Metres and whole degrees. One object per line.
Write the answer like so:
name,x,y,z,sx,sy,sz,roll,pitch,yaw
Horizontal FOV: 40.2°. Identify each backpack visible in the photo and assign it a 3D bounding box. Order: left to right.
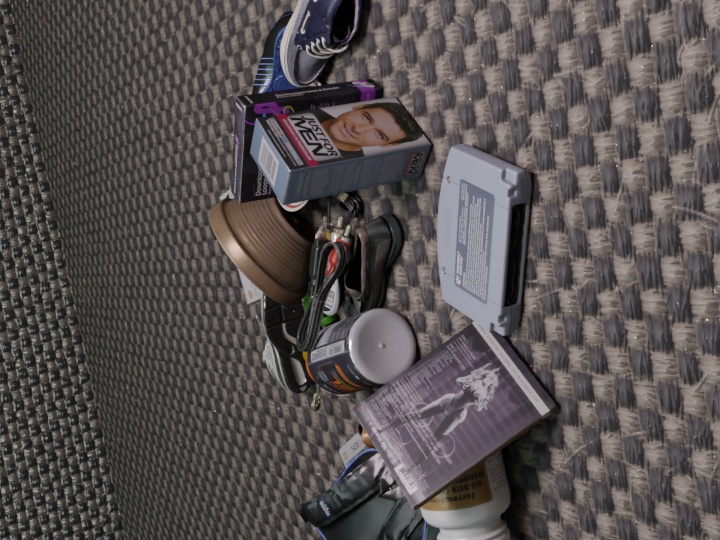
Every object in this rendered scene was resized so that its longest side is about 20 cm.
backpack,0.045,0.334,1.342,0.200,0.154,0.191,49,127,25

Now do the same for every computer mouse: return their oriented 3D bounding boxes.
computer mouse,-0.037,-0.033,1.466,0.110,0.044,0.201,27,119,49

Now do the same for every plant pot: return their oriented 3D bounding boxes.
plant pot,-0.133,-0.050,1.534,0.093,0.201,0.201,-39,60,14

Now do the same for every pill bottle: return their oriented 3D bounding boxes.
pill bottle,-0.010,0.121,1.414,0.200,0.106,0.107,-26,79,62
pill bottle,0.124,0.260,1.219,0.114,0.114,0.201,-10,93,62

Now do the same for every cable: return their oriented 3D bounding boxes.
cable,-0.046,0.025,1.395,0.097,0.050,0.201,24,111,58

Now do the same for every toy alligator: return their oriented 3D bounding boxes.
toy alligator,-0.056,0.132,1.562,0.054,0.059,0.201,2,108,19

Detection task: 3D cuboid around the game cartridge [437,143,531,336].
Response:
game cartridge,0.140,-0.039,1.147,0.133,0.041,0.201,40,136,54

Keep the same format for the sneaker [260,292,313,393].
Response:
sneaker,-0.148,0.109,1.691,0.115,0.075,0.202,3,107,59

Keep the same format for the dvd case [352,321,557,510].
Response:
dvd case,0.107,0.162,1.151,0.149,0.200,0.016,55,-179,34

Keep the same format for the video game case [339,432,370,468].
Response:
video game case,0.039,0.336,1.503,0.201,0.023,0.182,66,150,19

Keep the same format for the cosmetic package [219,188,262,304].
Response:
cosmetic package,-0.191,-0.047,1.728,0.082,0.050,0.201,-24,80,62

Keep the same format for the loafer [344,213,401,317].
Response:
loafer,0.000,0.000,1.387,0.072,0.063,0.200,57,146,32

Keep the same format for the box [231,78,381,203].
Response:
box,-0.072,-0.172,1.300,0.036,0.199,0.144,48,140,42

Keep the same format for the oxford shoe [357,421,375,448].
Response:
oxford shoe,0.031,0.205,1.343,0.200,0.071,0.072,32,-134,-84

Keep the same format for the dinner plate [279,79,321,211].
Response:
dinner plate,-0.084,-0.187,1.466,0.200,0.024,0.201,-14,74,61

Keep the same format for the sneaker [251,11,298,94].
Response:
sneaker,-0.121,-0.288,1.470,0.078,0.070,0.201,-97,27,-52

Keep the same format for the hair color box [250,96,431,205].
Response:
hair color box,-0.024,-0.151,1.221,0.099,0.199,0.061,57,147,32

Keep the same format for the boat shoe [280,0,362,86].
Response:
boat shoe,-0.054,-0.315,1.334,0.201,0.074,0.093,108,146,-43
